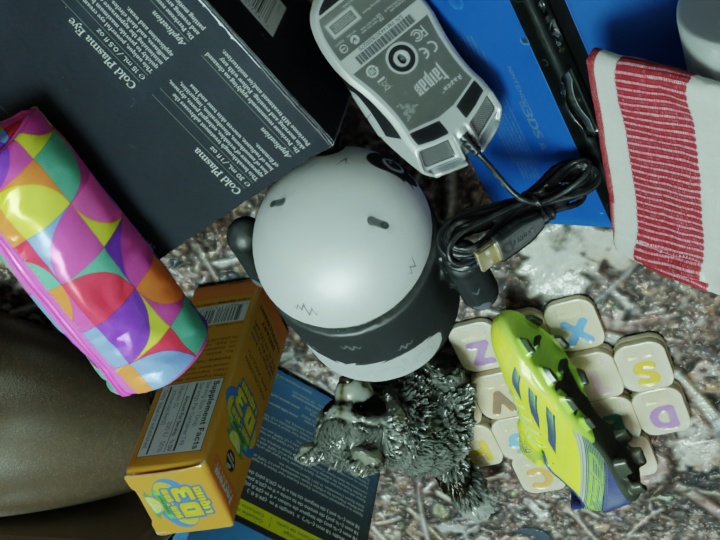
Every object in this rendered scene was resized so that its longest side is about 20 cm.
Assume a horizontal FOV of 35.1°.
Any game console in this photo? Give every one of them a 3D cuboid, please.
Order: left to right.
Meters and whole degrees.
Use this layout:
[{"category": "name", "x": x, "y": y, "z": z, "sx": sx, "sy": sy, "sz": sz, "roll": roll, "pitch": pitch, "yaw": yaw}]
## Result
[{"category": "game console", "x": 0.141, "y": -0.138, "z": 0.720, "sx": 0.169, "sy": 0.119, "sz": 0.201, "roll": 8, "pitch": 138, "yaw": 48}]

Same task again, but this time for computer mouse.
[{"category": "computer mouse", "x": 0.046, "y": -0.098, "z": 0.691, "sx": 0.109, "sy": 0.044, "sz": 0.201, "roll": -37, "pitch": 85, "yaw": -7}]

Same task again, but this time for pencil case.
[{"category": "pencil case", "x": -0.182, "y": -0.006, "z": 0.719, "sx": 0.088, "sy": 0.089, "sz": 0.201, "roll": -22, "pitch": 122, "yaw": 27}]

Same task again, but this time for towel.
[{"category": "towel", "x": 0.206, "y": -0.034, "z": 0.608, "sx": 0.199, "sy": 0.023, "sz": 0.145, "roll": 30, "pitch": 148, "yaw": 44}]

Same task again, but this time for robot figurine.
[{"category": "robot figurine", "x": 0.002, "y": -0.001, "z": 0.770, "sx": 0.149, "sy": 0.126, "sz": 0.200, "roll": -30, "pitch": 153, "yaw": 1}]

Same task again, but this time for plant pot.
[{"category": "plant pot", "x": -0.277, "y": 0.121, "z": 0.931, "sx": 0.197, "sy": 0.188, "sz": 0.188, "roll": 9, "pitch": 131, "yaw": -14}]

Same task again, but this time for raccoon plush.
[{"category": "raccoon plush", "x": 0.040, "y": 0.151, "z": 0.873, "sx": 0.096, "sy": 0.134, "sz": 0.201, "roll": -23, "pitch": 110, "yaw": 45}]

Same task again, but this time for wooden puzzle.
[{"category": "wooden puzzle", "x": -0.232, "y": 0.210, "z": 0.962, "sx": 0.182, "sy": 0.200, "sz": 0.038, "roll": 0, "pitch": 104, "yaw": 12}]

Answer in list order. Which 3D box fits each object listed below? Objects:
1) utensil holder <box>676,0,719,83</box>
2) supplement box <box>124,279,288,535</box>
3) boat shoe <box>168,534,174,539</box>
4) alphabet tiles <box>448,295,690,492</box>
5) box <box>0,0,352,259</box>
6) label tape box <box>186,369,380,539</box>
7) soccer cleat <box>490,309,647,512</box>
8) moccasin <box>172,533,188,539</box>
[{"category": "utensil holder", "x": 0.278, "y": -0.081, "z": 0.642, "sx": 0.168, "sy": 0.171, "sz": 0.202, "roll": -14, "pitch": 121, "yaw": 22}, {"category": "supplement box", "x": -0.108, "y": 0.095, "z": 0.840, "sx": 0.068, "sy": 0.201, "sz": 0.067, "roll": -8, "pitch": 127, "yaw": 18}, {"category": "boat shoe", "x": -0.259, "y": 0.242, "z": 1.076, "sx": 0.197, "sy": 0.072, "sz": 0.066, "roll": 18, "pitch": 126, "yaw": -3}, {"category": "alphabet tiles", "x": 0.157, "y": 0.108, "z": 0.914, "sx": 0.197, "sy": 0.015, "sz": 0.197, "roll": -14, "pitch": 124, "yaw": 21}, {"category": "box", "x": -0.134, "y": -0.134, "z": 0.725, "sx": 0.181, "sy": 0.105, "sz": 0.200, "roll": -29, "pitch": 117, "yaw": 30}, {"category": "label tape box", "x": -0.064, "y": 0.182, "z": 0.900, "sx": 0.143, "sy": 0.201, "sz": 0.063, "roll": 29, "pitch": 129, "yaw": -12}, {"category": "soccer cleat", "x": 0.145, "y": 0.116, "z": 0.873, "sx": 0.083, "sy": 0.065, "sz": 0.201, "roll": -24, "pitch": 118, "yaw": 30}, {"category": "moccasin", "x": -0.088, "y": 0.283, "z": 1.075, "sx": 0.199, "sy": 0.069, "sz": 0.080, "roll": 38, "pitch": 134, "yaw": -17}]
